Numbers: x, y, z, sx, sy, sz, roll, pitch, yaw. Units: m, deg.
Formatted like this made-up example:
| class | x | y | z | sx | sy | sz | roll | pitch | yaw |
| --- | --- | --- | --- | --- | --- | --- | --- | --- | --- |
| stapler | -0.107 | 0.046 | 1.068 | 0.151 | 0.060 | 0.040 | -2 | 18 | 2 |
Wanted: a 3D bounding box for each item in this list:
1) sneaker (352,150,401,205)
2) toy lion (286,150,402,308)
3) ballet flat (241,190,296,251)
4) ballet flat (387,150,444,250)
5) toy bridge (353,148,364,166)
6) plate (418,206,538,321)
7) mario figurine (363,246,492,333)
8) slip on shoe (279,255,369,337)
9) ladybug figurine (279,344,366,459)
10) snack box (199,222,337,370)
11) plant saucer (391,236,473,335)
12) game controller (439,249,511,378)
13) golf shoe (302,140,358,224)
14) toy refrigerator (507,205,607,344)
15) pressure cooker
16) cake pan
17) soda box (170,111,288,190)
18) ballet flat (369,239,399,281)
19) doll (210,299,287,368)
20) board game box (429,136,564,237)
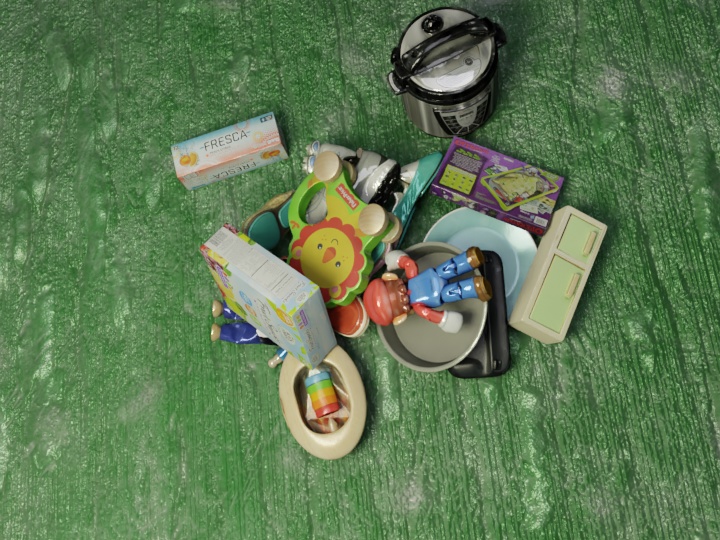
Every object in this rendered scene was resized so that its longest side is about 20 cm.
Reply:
| class | x | y | z | sx | sy | sz | roll | pitch | yaw |
| --- | --- | --- | --- | --- | --- | --- | --- | --- | --- |
| sneaker | -0.016 | -0.105 | 1.327 | 0.079 | 0.074 | 0.201 | 35 | 89 | 22 |
| toy lion | -0.046 | -0.052 | 1.256 | 0.192 | 0.068 | 0.200 | -45 | 63 | 12 |
| ballet flat | -0.156 | -0.077 | 1.353 | 0.070 | 0.071 | 0.200 | 22 | 34 | 15 |
| ballet flat | 0.072 | -0.129 | 1.367 | 0.070 | 0.067 | 0.202 | 30 | 80 | -11 |
| toy bridge | -0.026 | -0.120 | 1.408 | 0.066 | 0.027 | 0.202 | 12 | 76 | 14 |
| plate | 0.192 | -0.005 | 1.323 | 0.197 | 0.026 | 0.203 | 0 | 79 | 0 |
| mario figurine | 0.099 | 0.029 | 1.230 | 0.198 | 0.106 | 0.124 | -16 | 40 | 21 |
| slip on shoe | -0.065 | 0.040 | 1.300 | 0.200 | 0.061 | 0.075 | 40 | 108 | 29 |
| ladybug figurine | -0.057 | 0.201 | 1.288 | 0.134 | 0.072 | 0.202 | -17 | 71 | 3 |
| snack box | -0.138 | 0.041 | 1.241 | 0.199 | 0.169 | 0.068 | 32 | 66 | 27 |
| plant saucer | 0.117 | 0.018 | 1.346 | 0.069 | 0.019 | 0.201 | 28 | 78 | 16 |
| game controller | 0.179 | 0.068 | 1.283 | 0.103 | 0.042 | 0.203 | -6 | 79 | 14 |
| golf shoe | -0.054 | -0.122 | 1.363 | 0.096 | 0.078 | 0.203 | 5 | 75 | 9 |
| toy refrigerator | 0.311 | 0.007 | 1.277 | 0.075 | 0.070 | 0.202 | 26 | 77 | -5 |
| pressure cooker | 0.143 | -0.335 | 1.356 | 0.177 | 0.200 | 0.178 | 20 | 76 | 14 |
| cake pan | 0.114 | 0.057 | 1.268 | 0.198 | 0.037 | 0.203 | -5 | 80 | 33 |
| soda box | -0.234 | -0.212 | 1.454 | 0.198 | 0.064 | 0.069 | -17 | 70 | 3 |
| ballet flat | 0.000 | 0.000 | 1.331 | 0.200 | 0.071 | 0.069 | -47 | 68 | 32 |
| doll | -0.146 | 0.092 | 1.351 | 0.197 | 0.048 | 0.138 | 1 | 77 | 6 |
| board game box | 0.226 | -0.141 | 1.340 | 0.198 | 0.032 | 0.121 | 23 | 61 | 8 |
